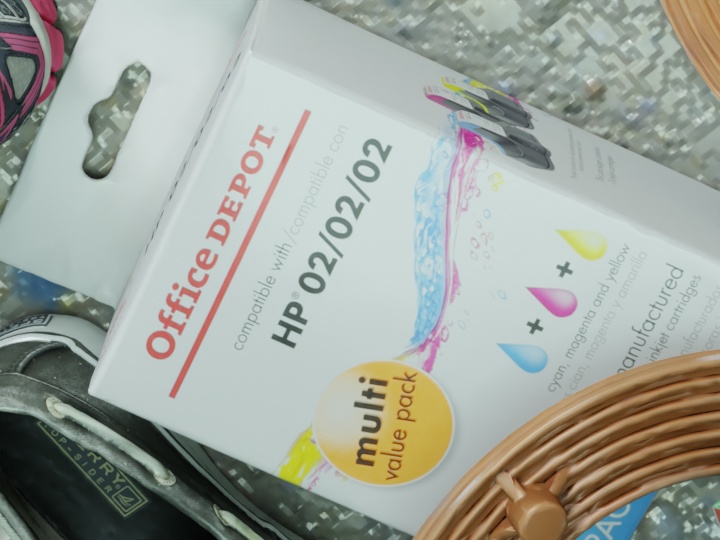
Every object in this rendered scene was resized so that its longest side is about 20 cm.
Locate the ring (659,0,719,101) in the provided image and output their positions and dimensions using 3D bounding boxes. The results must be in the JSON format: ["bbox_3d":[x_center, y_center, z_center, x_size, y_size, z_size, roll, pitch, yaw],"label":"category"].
[{"bbox_3d":[0.160,-0.109,0.703,0.200,0.019,0.201,10,108,34],"label":"ring"}]

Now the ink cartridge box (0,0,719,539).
[{"bbox_3d":[0.000,0.000,0.774,0.200,0.068,0.115,24,110,-7],"label":"ink cartridge box"}]

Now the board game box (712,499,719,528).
[{"bbox_3d":[0.190,0.059,0.751,0.200,0.019,0.103,-31,109,-25],"label":"board game box"}]

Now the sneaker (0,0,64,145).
[{"bbox_3d":[-0.186,-0.052,0.759,0.199,0.075,0.081,-11,111,8],"label":"sneaker"}]

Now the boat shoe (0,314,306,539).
[{"bbox_3d":[-0.049,0.102,0.820,0.071,0.064,0.200,-41,105,17],"label":"boat shoe"}]

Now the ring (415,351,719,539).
[{"bbox_3d":[0.098,0.116,0.764,0.200,0.019,0.201,-6,114,-13],"label":"ring"}]
